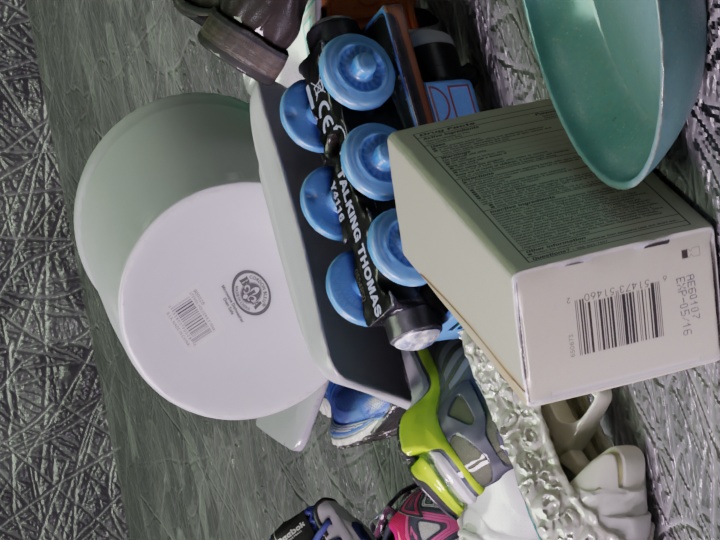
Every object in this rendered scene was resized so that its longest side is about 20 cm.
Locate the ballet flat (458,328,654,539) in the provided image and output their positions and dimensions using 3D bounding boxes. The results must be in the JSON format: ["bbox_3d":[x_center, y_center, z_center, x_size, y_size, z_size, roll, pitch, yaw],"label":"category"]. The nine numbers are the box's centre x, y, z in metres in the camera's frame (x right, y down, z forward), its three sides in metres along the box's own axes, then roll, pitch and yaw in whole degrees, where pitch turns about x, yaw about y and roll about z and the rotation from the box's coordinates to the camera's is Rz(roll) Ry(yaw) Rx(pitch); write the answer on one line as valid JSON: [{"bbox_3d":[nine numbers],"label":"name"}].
[{"bbox_3d":[0.112,0.093,1.521,0.072,0.072,0.200,99,150,-59],"label":"ballet flat"}]

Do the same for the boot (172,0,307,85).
[{"bbox_3d":[-0.030,-0.201,1.678,0.174,0.069,0.200,-58,18,9],"label":"boot"}]

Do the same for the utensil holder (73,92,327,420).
[{"bbox_3d":[-0.091,-0.010,1.880,0.200,0.169,0.171,-127,27,-69],"label":"utensil holder"}]

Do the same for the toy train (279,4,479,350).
[{"bbox_3d":[0.029,-0.052,1.628,0.087,0.114,0.201,-43,58,56],"label":"toy train"}]

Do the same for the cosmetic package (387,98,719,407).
[{"bbox_3d":[0.092,-0.014,1.415,0.200,0.103,0.073,-126,26,-64],"label":"cosmetic package"}]

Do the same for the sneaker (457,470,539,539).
[{"bbox_3d":[0.080,0.191,1.725,0.070,0.080,0.201,-157,57,-77],"label":"sneaker"}]

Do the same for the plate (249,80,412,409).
[{"bbox_3d":[0.000,0.000,1.741,0.200,0.032,0.200,27,-136,-57],"label":"plate"}]

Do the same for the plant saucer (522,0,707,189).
[{"bbox_3d":[0.117,-0.139,1.336,0.200,0.036,0.201,167,90,-77],"label":"plant saucer"}]

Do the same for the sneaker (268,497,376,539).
[{"bbox_3d":[-0.013,0.225,1.993,0.115,0.081,0.200,38,-164,-18],"label":"sneaker"}]

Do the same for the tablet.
[{"bbox_3d":[-0.022,0.018,1.941,0.130,0.014,0.201,-159,89,-75],"label":"tablet"}]

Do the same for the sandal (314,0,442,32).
[{"bbox_3d":[0.008,-0.146,1.719,0.059,0.079,0.207,152,108,-80],"label":"sandal"}]

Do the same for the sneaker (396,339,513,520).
[{"bbox_3d":[0.072,0.067,1.672,0.074,0.081,0.200,54,-163,-25],"label":"sneaker"}]

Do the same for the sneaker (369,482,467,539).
[{"bbox_3d":[0.041,0.171,1.892,0.200,0.074,0.081,119,137,-73],"label":"sneaker"}]

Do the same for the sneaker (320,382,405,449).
[{"bbox_3d":[0.003,0.063,1.951,0.200,0.078,0.089,-148,45,-74],"label":"sneaker"}]

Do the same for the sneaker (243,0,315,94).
[{"bbox_3d":[-0.020,-0.195,1.823,0.080,0.070,0.201,10,103,33],"label":"sneaker"}]
